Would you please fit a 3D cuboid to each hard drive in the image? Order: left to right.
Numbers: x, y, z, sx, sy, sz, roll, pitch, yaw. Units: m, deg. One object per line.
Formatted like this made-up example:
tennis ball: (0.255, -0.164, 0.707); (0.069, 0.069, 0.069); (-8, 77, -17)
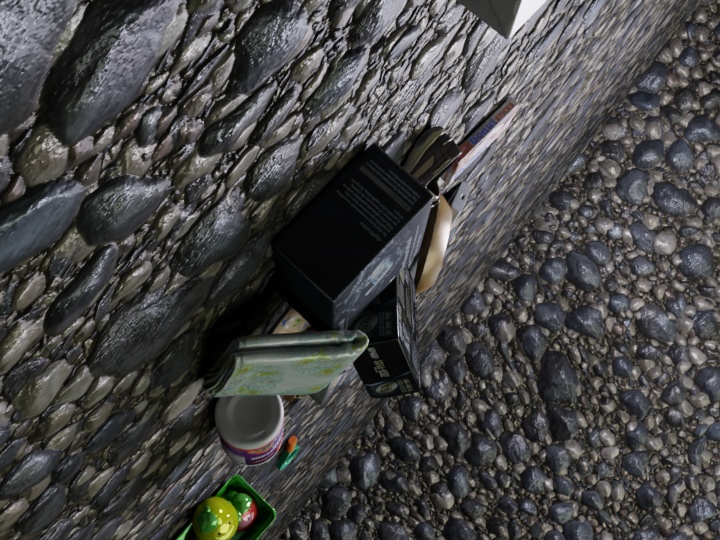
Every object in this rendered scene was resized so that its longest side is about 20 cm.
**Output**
hard drive: (0.162, -0.078, 1.841); (0.201, 0.026, 0.132); (-58, -179, 33)

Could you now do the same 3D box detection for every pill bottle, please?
pill bottle: (-0.182, 0.261, 1.466); (0.111, 0.111, 0.201); (-45, 167, -20)

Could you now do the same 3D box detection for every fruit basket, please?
fruit basket: (-0.293, 0.545, 1.874); (0.216, 0.156, 0.216); (-45, -175, 5)

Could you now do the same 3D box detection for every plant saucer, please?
plant saucer: (0.141, -0.047, 1.686); (0.200, 0.035, 0.204); (-165, -91, -89)

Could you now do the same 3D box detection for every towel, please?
towel: (-0.107, 0.133, 1.224); (0.197, 0.049, 0.171); (-2, 159, -26)

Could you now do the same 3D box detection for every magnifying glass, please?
magnifying glass: (-0.185, 0.473, 2.304); (0.080, 0.022, 0.201); (-45, 166, -26)

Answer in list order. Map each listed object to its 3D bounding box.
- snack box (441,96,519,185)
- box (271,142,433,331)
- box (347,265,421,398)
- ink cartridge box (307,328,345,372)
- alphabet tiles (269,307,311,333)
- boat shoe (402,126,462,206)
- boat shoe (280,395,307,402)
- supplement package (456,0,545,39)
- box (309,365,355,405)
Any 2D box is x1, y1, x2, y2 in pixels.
snack box: (0.223, -0.243, 1.647); (0.200, 0.024, 0.072); (-45, 168, -27)
box: (-0.012, -0.031, 1.208); (0.200, 0.117, 0.197); (-45, 167, -16)
box: (0.034, 0.069, 1.372); (0.165, 0.085, 0.203); (66, 19, -53)
ink cartridge box: (-0.062, 0.149, 1.610); (0.036, 0.097, 0.200); (-7, -178, 13)
alphabet tiles: (-0.106, 0.088, 1.479); (0.167, 0.006, 0.200); (-52, 168, 2)
boat shoe: (0.088, -0.128, 1.380); (0.074, 0.073, 0.201); (-31, 157, -56)
boat shoe: (-0.117, 0.199, 1.597); (0.076, 0.074, 0.200); (-52, 172, 13)
supplement package: (0.174, -0.361, 0.884); (0.200, 0.121, 0.120); (-47, 167, -18)
box: (-0.036, 0.192, 1.943); (0.158, 0.048, 0.201); (-42, 165, -33)
